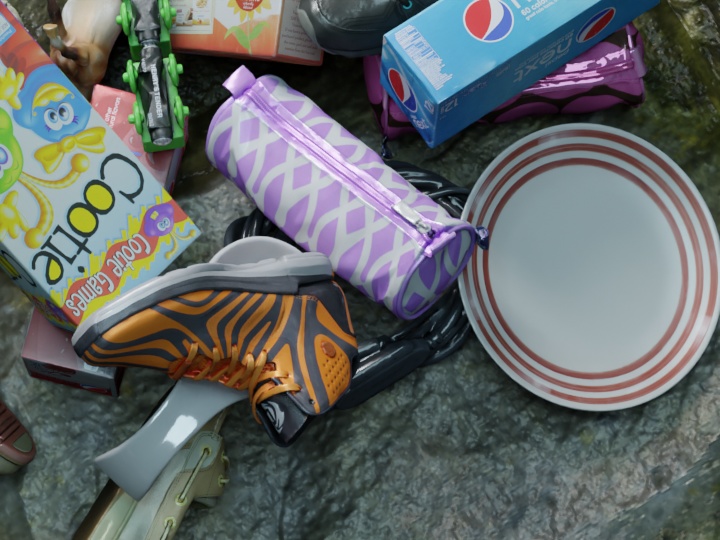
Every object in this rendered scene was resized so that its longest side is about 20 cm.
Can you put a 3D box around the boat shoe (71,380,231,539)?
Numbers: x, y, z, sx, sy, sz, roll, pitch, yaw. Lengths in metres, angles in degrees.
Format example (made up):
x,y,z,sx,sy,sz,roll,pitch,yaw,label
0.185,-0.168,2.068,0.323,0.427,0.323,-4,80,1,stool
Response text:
x,y,z,sx,sy,sz,roll,pitch,yaw,label
-0.125,0.139,1.580,0.066,0.074,0.201,37,72,-12,boat shoe

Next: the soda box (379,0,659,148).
x,y,z,sx,sy,sz,roll,pitch,yaw,label
0.110,-0.169,1.572,0.199,0.068,0.064,-32,72,-15,soda box

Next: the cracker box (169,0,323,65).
x,y,z,sx,sy,sz,roll,pitch,yaw,label
-0.080,-0.248,1.624,0.133,0.057,0.202,10,94,38,cracker box

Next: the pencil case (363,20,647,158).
x,y,z,sx,sy,sz,roll,pitch,yaw,label
0.103,-0.138,1.641,0.198,0.094,0.092,-10,93,-4,pencil case

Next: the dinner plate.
x,y,z,sx,sy,sz,roll,pitch,yaw,label
0.157,-0.002,1.626,0.198,0.024,0.202,3,80,-17,dinner plate

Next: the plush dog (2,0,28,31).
x,y,z,sx,sy,sz,roll,pitch,yaw,label
-0.338,-0.124,1.619,0.199,0.161,0.172,-29,59,-22,plush dog

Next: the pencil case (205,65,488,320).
x,y,z,sx,sy,sz,roll,pitch,yaw,label
-0.014,-0.050,1.577,0.200,0.086,0.084,37,73,21,pencil case

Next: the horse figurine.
x,y,z,sx,sy,sz,roll,pitch,yaw,label
-0.195,-0.189,1.643,0.049,0.133,0.201,1,59,12,horse figurine

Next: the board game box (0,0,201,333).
x,y,z,sx,sy,sz,roll,pitch,yaw,label
-0.213,-0.066,1.501,0.105,0.103,0.200,-45,109,-12,board game box

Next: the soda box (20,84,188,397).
x,y,z,sx,sy,sz,roll,pitch,yaw,label
-0.175,-0.020,1.618,0.069,0.063,0.202,14,75,1,soda box

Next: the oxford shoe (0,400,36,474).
x,y,z,sx,sy,sz,roll,pitch,yaw,label
-0.314,0.092,1.594,0.199,0.071,0.074,30,102,5,oxford shoe

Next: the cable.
x,y,z,sx,sy,sz,roll,pitch,yaw,label
0.000,0.000,1.631,0.199,0.051,0.164,-33,72,-10,cable

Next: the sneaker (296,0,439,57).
x,y,z,sx,sy,sz,roll,pitch,yaw,label
0.045,-0.210,1.581,0.199,0.079,0.076,-28,79,-24,sneaker

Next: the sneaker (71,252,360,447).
x,y,z,sx,sy,sz,roll,pitch,yaw,label
-0.078,0.057,1.472,0.199,0.078,0.113,-12,72,-34,sneaker

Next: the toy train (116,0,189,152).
x,y,z,sx,sy,sz,roll,pitch,yaw,label
-0.146,-0.176,1.601,0.041,0.056,0.202,-8,75,-3,toy train

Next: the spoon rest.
x,y,z,sx,sy,sz,roll,pitch,yaw,label
-0.091,0.062,1.537,0.099,0.061,0.200,42,66,-7,spoon rest
